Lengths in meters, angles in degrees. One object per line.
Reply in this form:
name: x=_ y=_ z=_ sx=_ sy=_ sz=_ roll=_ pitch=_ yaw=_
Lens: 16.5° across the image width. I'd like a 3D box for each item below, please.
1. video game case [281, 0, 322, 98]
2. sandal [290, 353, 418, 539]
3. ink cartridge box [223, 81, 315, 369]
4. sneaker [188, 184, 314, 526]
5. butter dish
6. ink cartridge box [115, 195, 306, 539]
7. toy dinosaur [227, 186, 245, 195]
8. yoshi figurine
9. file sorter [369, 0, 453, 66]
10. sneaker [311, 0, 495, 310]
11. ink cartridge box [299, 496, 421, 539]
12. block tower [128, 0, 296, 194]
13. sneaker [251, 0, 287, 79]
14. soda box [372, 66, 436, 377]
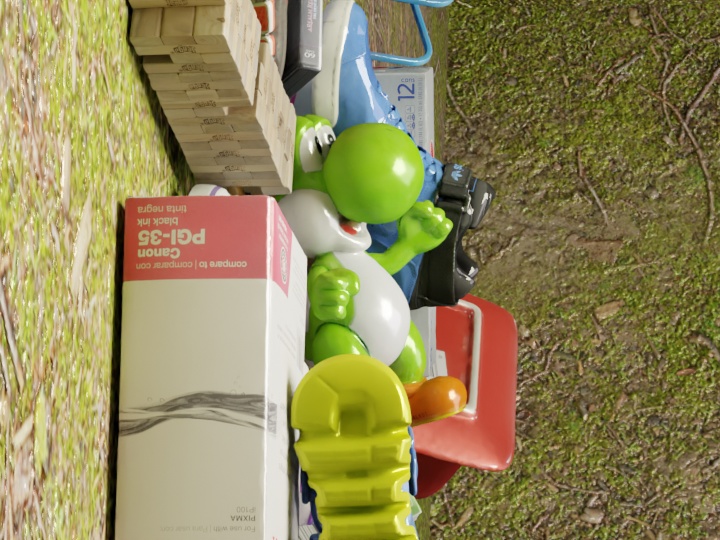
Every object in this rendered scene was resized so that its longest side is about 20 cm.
video game case: x=-0.056 y=-0.195 z=1.548 sx=0.143 sy=0.019 sz=0.201 roll=147 pitch=-51 yaw=-61
sandal: x=0.002 y=0.144 z=1.324 sx=0.087 sy=0.079 sz=0.202 roll=-25 pitch=118 yaw=-88
ink cartridge box: x=-0.048 y=-0.039 z=1.671 sx=0.200 sy=0.075 sz=0.166 roll=-78 pitch=166 yaw=-60
sneaker: x=-0.052 y=0.050 z=1.433 sx=0.073 sy=0.113 sz=0.202 roll=3 pitch=86 yaw=-83
butter dish: x=0.007 y=0.100 z=1.882 sx=0.200 sy=0.199 sz=0.148 roll=-83 pitch=-165 yaw=-53
ink cartridge box: x=-0.077 y=0.074 z=1.310 sx=0.147 sy=0.082 sz=0.201 roll=68 pitch=22 yaw=-76
toy dinosaur: x=-0.070 y=0.003 z=1.521 sx=0.106 sy=0.060 sz=0.202 roll=-43 pitch=133 yaw=-81
yoshi figurine: x=0.008 y=-0.003 z=1.478 sx=0.112 sy=0.111 sz=0.201 roll=161 pitch=-89 yaw=-83
file sorter: x=0.012 y=-0.251 z=1.591 sx=0.139 sy=0.122 sz=0.201 roll=-106 pitch=-150 yaw=-46
sneaker: x=0.030 y=-0.071 z=1.553 sx=0.077 sy=0.110 sz=0.201 roll=-56 pitch=144 yaw=-76
ink cartridge box: x=-0.017 y=0.173 z=1.733 sx=0.060 sy=0.103 sz=0.200 roll=60 pitch=-4 yaw=7
block tower: x=-0.081 y=-0.108 z=1.380 sx=0.200 sy=0.057 sz=0.054 roll=67 pitch=25 yaw=-63
sneaker: x=-0.054 y=-0.200 z=1.454 sx=0.082 sy=0.077 sz=0.201 roll=-21 pitch=117 yaw=-41
soda box: x=0.017 y=-0.033 z=1.635 sx=0.068 sy=0.063 sz=0.202 roll=-54 pitch=143 yaw=-80
